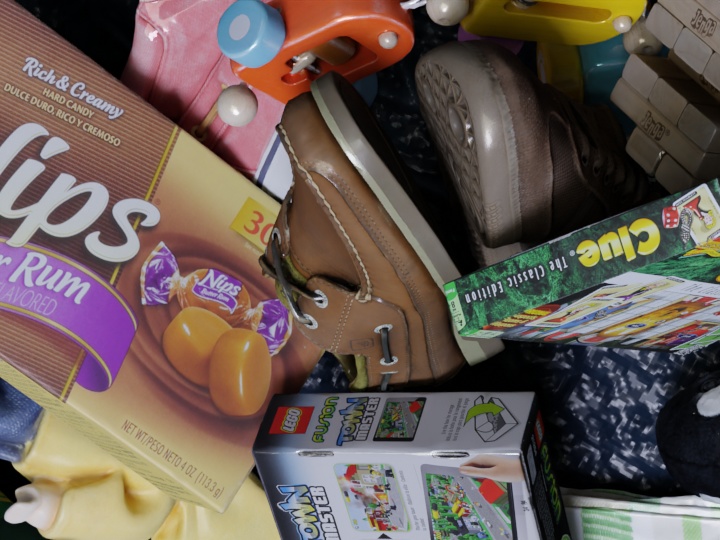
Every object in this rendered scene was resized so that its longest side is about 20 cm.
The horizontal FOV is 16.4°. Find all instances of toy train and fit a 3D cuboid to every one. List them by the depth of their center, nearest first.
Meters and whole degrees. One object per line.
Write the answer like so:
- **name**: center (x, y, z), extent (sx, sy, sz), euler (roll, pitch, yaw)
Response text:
- **toy train**: center (0.045, -0.086, 0.913), extent (0.150, 0.199, 0.056), euler (-26, 60, 32)

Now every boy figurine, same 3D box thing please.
- **boy figurine**: center (-0.114, 0.065, 1.048), extent (0.200, 0.125, 0.064), euler (33, 130, -28)

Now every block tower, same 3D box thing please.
- **block tower**: center (0.152, -0.119, 0.838), extent (0.054, 0.058, 0.201), euler (47, 123, 42)

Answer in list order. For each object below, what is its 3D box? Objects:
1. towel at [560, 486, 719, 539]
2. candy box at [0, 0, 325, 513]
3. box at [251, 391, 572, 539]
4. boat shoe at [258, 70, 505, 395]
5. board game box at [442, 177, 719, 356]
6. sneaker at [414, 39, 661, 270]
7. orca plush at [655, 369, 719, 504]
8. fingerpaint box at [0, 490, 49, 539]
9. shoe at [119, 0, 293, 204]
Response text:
- **towel**: center (0.094, 0.156, 1.056), extent (0.199, 0.023, 0.154), euler (3, 113, 17)
- **candy box**: center (-0.108, -0.008, 0.975), extent (0.200, 0.056, 0.117), euler (38, 76, -22)
- **box**: center (0.034, 0.134, 1.002), extent (0.109, 0.035, 0.201), euler (0, 129, 19)
- **boat shoe**: center (0.000, 0.000, 0.909), extent (0.068, 0.200, 0.072), euler (-27, 60, 4)
- **board game box**: center (0.120, 0.002, 0.888), extent (0.104, 0.200, 0.024), euler (-25, 75, 26)
- **sneaker**: center (0.069, -0.040, 0.893), extent (0.075, 0.200, 0.071), euler (-23, 71, -2)
- **orca plush**: center (0.210, 0.078, 0.942), extent (0.199, 0.071, 0.106), euler (13, 118, 7)
- **fingerpaint box**: center (-0.157, 0.199, 1.085), extent (0.073, 0.167, 0.201), euler (-19, 108, -20)
- **shoe**: center (-0.026, -0.124, 0.956), extent (0.091, 0.072, 0.201), euler (28, 122, 3)
